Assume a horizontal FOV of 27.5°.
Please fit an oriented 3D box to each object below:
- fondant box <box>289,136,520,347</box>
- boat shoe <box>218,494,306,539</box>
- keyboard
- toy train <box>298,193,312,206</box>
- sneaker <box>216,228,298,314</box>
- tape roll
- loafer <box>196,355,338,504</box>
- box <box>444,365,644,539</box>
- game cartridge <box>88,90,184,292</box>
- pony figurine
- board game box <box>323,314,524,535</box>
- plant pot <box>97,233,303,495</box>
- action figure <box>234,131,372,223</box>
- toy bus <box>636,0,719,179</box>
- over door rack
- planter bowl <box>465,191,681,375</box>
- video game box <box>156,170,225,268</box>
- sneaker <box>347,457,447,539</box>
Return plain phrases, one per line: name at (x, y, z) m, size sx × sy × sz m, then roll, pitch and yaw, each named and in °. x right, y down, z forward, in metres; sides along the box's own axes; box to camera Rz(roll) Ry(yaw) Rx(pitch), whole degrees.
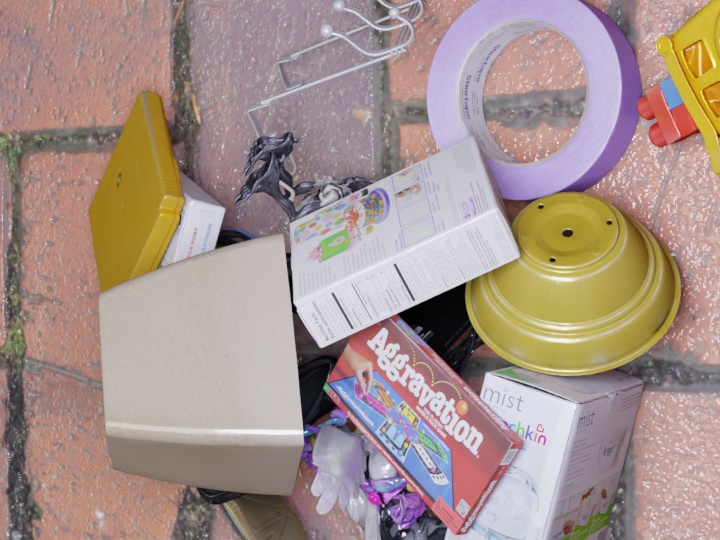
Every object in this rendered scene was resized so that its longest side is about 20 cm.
fondant box at (0.035, -0.028, 1.336) m, size 0.198 × 0.145 × 0.059 m, roll -24°, pitch 120°, yaw 9°
boat shoe at (-0.124, 0.243, 1.575) m, size 0.201 × 0.073 × 0.065 m, roll 59°, pitch 155°, yaw 29°
keyboard at (0.061, 0.083, 1.422) m, size 0.103 × 0.200 × 0.040 m, roll 20°, pitch 141°, yaw 37°
toy train at (0.000, 0.000, 1.522) m, size 0.200 × 0.034 × 0.046 m, roll 48°, pitch 116°, yaw 19°
sneaker at (-0.100, 0.007, 1.538) m, size 0.198 × 0.082 × 0.072 m, roll 20°, pitch 109°, yaw 33°
tape roll at (0.165, -0.168, 1.413) m, size 0.198 × 0.065 × 0.203 m, roll 1°, pitch 92°, yaw 27°
loafer at (-0.096, 0.161, 1.522) m, size 0.200 × 0.070 × 0.068 m, roll -42°, pitch 70°, yaw -3°
box at (0.172, 0.179, 1.342) m, size 0.096 × 0.199 × 0.178 m, roll 16°, pitch 100°, yaw 26°
game cartridge at (-0.240, -0.065, 1.570) m, size 0.177 × 0.032 × 0.201 m, roll -60°, pitch 33°, yaw 32°
pony figurine at (0.025, 0.187, 1.408) m, size 0.198 × 0.194 × 0.168 m, roll -16°, pitch 122°, yaw 6°
board game box at (0.051, 0.127, 1.300) m, size 0.200 × 0.019 × 0.104 m, roll 44°, pitch 114°, yaw 34°
plant pot at (-0.155, 0.098, 1.387) m, size 0.175 × 0.200 × 0.202 m, roll -3°, pitch 68°, yaw -8°
action figure at (-0.033, -0.052, 1.465) m, size 0.102 × 0.199 × 0.119 m, roll -43°, pitch 28°, yaw 28°
toy bus at (0.345, -0.146, 1.290) m, size 0.191 × 0.135 × 0.202 m, roll -32°, pitch 79°, yaw 38°
over door rack at (-0.027, -0.227, 1.462) m, size 0.199 × 0.148 × 0.067 m, roll -30°, pitch 109°, yaw 25°
planter bowl at (0.189, -0.010, 1.328) m, size 0.198 × 0.084 × 0.202 m, roll -6°, pitch 48°, yaw 7°
video game box at (-0.213, -0.008, 1.570) m, size 0.200 × 0.046 × 0.184 m, roll 37°, pitch 111°, yaw 62°
sneaker at (0.054, 0.252, 1.482) m, size 0.113 × 0.075 × 0.202 m, roll -18°, pitch 78°, yaw 17°
